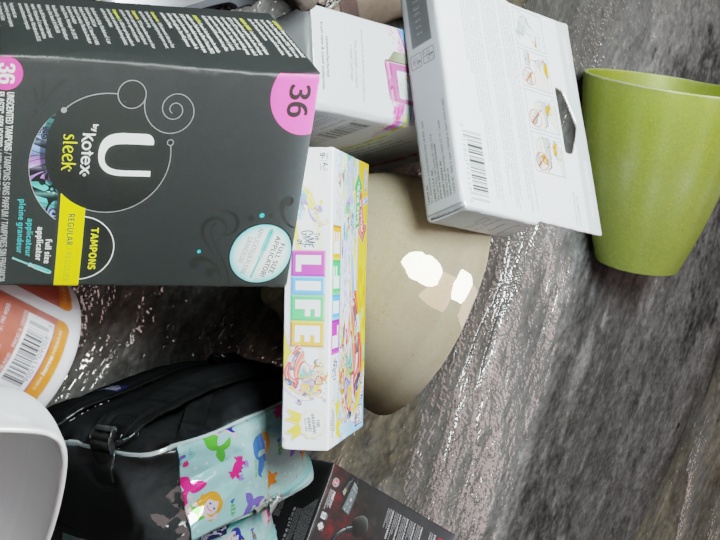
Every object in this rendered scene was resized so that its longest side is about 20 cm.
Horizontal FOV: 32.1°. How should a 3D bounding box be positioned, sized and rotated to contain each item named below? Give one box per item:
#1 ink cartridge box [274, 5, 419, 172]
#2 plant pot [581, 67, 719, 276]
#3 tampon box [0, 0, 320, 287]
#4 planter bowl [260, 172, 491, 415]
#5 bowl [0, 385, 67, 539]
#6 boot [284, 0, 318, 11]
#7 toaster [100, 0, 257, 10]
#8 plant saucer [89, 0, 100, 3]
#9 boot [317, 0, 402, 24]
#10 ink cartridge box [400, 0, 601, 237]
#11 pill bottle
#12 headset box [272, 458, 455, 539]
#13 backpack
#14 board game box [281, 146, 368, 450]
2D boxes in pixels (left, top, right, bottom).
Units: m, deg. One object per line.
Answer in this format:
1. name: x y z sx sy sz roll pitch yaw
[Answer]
1. ink cartridge box: -0.013 -0.144 1.041 0.198 0.143 0.086 7 78 -44
2. plant pot: 0.317 -0.104 1.362 0.185 0.186 0.203 -7 111 -43
3. tampon box: -0.144 -0.083 0.807 0.197 0.127 0.152 0 118 -21
4. planter bowl: 0.000 0.000 1.046 0.133 0.200 0.203 27 71 -17
5. bowl: -0.293 0.144 0.777 0.197 0.075 0.202 1 130 -31
6. boot: -0.079 -0.303 0.944 0.063 0.201 0.188 -23 116 4
7. toaster: -0.161 -0.238 0.921 0.199 0.113 0.131 -28 108 -39
8. plant saucer: -0.267 -0.152 0.819 0.197 0.035 0.203 -8 120 -15
9. boot: 0.009 -0.241 1.118 0.147 0.070 0.201 -55 134 -20
10. ink cartridge box: 0.115 -0.127 1.021 0.172 0.043 0.203 10 67 -43
11. pill bottle: -0.289 0.018 0.806 0.199 0.111 0.114 34 69 -39
12. headset box: -0.008 0.272 1.109 0.199 0.074 0.150 37 66 -38
13. backpack: -0.131 0.140 0.920 0.199 0.175 0.153 -30 115 -50
14. board game box: -0.024 0.019 0.900 0.134 0.034 0.204 -2 94 -79
